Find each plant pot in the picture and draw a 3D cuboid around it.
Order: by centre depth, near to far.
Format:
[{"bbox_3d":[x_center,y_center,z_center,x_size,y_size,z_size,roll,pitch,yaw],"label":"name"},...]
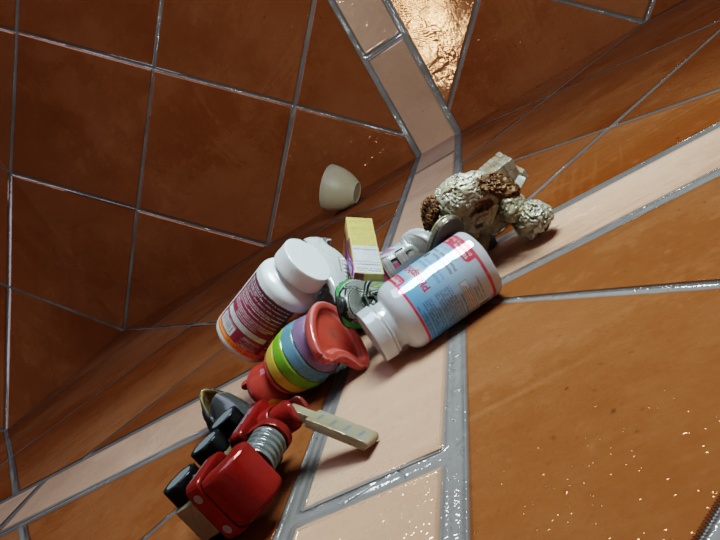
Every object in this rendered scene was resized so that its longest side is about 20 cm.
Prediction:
[{"bbox_3d":[-0.075,-0.343,2.779,0.133,0.202,0.200,13,30,17],"label":"plant pot"}]

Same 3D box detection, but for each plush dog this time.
[{"bbox_3d":[0.192,-0.111,1.066,0.199,0.162,0.171,-25,-22,27],"label":"plush dog"}]

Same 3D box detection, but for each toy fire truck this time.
[{"bbox_3d":[-0.098,0.219,0.766,0.200,0.129,0.176,-37,9,27],"label":"toy fire truck"}]

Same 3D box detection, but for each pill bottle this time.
[{"bbox_3d":[0.097,0.041,0.946,0.199,0.109,0.109,-34,12,-8],"label":"pill bottle"},{"bbox_3d":[-0.142,0.050,1.070,0.200,0.109,0.110,-48,5,25],"label":"pill bottle"}]

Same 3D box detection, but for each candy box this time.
[{"bbox_3d":[0.000,0.000,1.193,0.056,0.117,0.201,3,32,-7],"label":"candy box"}]

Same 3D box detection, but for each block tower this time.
[{"bbox_3d":[0.212,-0.138,1.216,0.200,0.058,0.054,-38,27,3],"label":"block tower"}]

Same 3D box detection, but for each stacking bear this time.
[{"bbox_3d":[-0.104,0.149,1.032,0.200,0.114,0.121,-39,-36,26],"label":"stacking bear"}]

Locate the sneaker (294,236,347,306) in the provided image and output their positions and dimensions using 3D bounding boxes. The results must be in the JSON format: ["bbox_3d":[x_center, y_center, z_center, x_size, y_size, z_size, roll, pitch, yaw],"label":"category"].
[{"bbox_3d":[-0.052,0.009,1.135,0.080,0.201,0.077,-7,-43,-28],"label":"sneaker"}]

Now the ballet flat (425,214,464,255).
[{"bbox_3d":[0.126,-0.030,1.042,0.067,0.046,0.200,-29,-28,-11],"label":"ballet flat"}]

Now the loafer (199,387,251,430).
[{"bbox_3d":[-0.220,0.235,1.062,0.073,0.073,0.200,-38,14,-30],"label":"loafer"}]

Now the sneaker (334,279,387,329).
[{"bbox_3d":[0.038,0.044,1.029,0.085,0.079,0.199,-16,-8,42],"label":"sneaker"}]

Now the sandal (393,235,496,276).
[{"bbox_3d":[0.157,-0.013,1.194,0.199,0.043,0.076,-20,21,10],"label":"sandal"}]

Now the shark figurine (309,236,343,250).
[{"bbox_3d":[-0.036,0.004,1.454,0.128,0.213,0.090,45,117,49],"label":"shark figurine"}]

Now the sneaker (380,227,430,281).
[{"bbox_3d":[0.074,-0.012,1.305,0.200,0.081,0.088,-33,11,37],"label":"sneaker"}]
